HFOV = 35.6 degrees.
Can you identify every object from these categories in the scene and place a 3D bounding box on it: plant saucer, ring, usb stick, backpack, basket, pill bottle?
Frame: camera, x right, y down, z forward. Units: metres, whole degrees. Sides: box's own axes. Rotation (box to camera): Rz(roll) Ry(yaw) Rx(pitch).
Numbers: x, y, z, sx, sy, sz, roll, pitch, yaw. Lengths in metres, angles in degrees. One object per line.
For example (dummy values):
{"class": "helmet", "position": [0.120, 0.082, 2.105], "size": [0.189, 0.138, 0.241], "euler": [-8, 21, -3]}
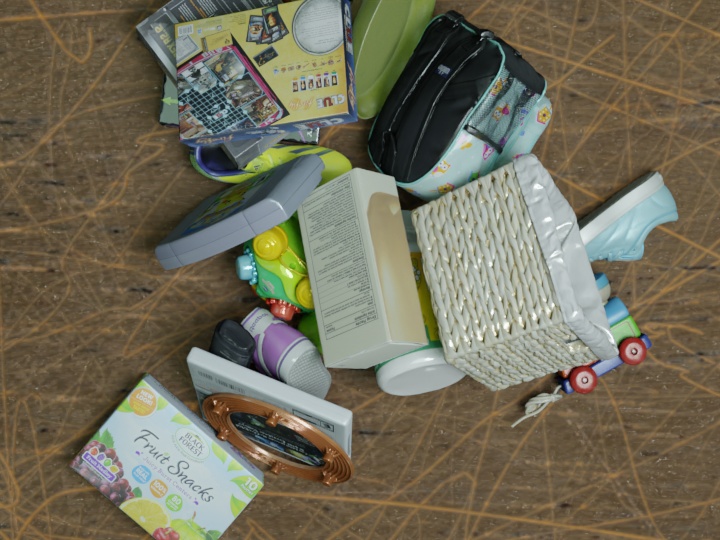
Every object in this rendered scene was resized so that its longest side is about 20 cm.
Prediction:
{"class": "plant saucer", "position": [0.030, -0.274, 1.296], "size": [0.031, 0.200, 0.202], "euler": [26, 94, 16]}
{"class": "ring", "position": [-0.101, 0.207, 1.334], "size": [0.199, 0.201, 0.019], "euler": [30, 63, -5]}
{"class": "usb stick", "position": [-0.157, 0.109, 1.321], "size": [0.055, 0.200, 0.033], "euler": [41, 64, 5]}
{"class": "backpack", "position": [0.110, -0.173, 1.310], "size": [0.153, 0.176, 0.201], "euler": [33, 98, -41]}
{"class": "basket", "position": [0.173, 0.009, 1.260], "size": [0.159, 0.198, 0.202], "euler": [-19, 67, 18]}
{"class": "pill bottle", "position": [0.056, 0.036, 1.330], "size": [0.111, 0.113, 0.202], "euler": [-10, 66, -2]}

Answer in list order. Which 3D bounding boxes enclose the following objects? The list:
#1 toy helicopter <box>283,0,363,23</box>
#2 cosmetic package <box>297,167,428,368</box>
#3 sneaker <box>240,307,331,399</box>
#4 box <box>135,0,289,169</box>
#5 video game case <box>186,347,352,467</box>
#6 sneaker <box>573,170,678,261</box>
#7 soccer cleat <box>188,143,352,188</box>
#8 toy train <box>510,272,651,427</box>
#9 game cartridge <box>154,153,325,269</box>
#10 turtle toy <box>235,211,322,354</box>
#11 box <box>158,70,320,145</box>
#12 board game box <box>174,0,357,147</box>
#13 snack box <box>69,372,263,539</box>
{"class": "toy helicopter", "position": [0.009, -0.346, 1.339], "size": [0.199, 0.079, 0.133], "euler": [-35, 82, -13]}
{"class": "cosmetic package", "position": [0.000, 0.000, 1.250], "size": [0.105, 0.071, 0.202], "euler": [-22, 71, 38]}
{"class": "sneaker", "position": [-0.098, 0.109, 1.349], "size": [0.114, 0.201, 0.073], "euler": [35, 64, 22]}
{"class": "box", "position": [-0.139, -0.244, 1.303], "size": [0.158, 0.048, 0.201], "euler": [-38, 83, -7]}
{"class": "video game case", "position": [-0.103, 0.170, 1.318], "size": [0.198, 0.182, 0.024], "euler": [21, 62, 10]}
{"class": "sneaker", "position": [0.309, -0.035, 1.386], "size": [0.199, 0.074, 0.082], "euler": [-36, 93, 2]}
{"class": "soccer cleat", "position": [-0.108, -0.125, 1.350], "size": [0.198, 0.084, 0.066], "euler": [8, 95, -4]}
{"class": "toy train", "position": [0.248, 0.097, 1.392], "size": [0.199, 0.085, 0.117], "euler": [-29, 92, 0]}
{"class": "game cartridge", "position": [-0.143, -0.064, 1.287], "size": [0.199, 0.134, 0.041], "euler": [-20, 115, 34]}
{"class": "turtle toy", "position": [-0.074, 0.013, 1.348], "size": [0.101, 0.146, 0.200], "euler": [-38, 96, 24]}
{"class": "box", "position": [-0.139, -0.236, 1.363], "size": [0.198, 0.036, 0.145], "euler": [6, 95, -4]}
{"class": "board game box", "position": [-0.105, -0.217, 1.225], "size": [0.198, 0.035, 0.137], "euler": [-6, 81, 17]}
{"class": "snack box", "position": [-0.238, 0.248, 1.394], "size": [0.200, 0.053, 0.142], "euler": [41, 91, -6]}
